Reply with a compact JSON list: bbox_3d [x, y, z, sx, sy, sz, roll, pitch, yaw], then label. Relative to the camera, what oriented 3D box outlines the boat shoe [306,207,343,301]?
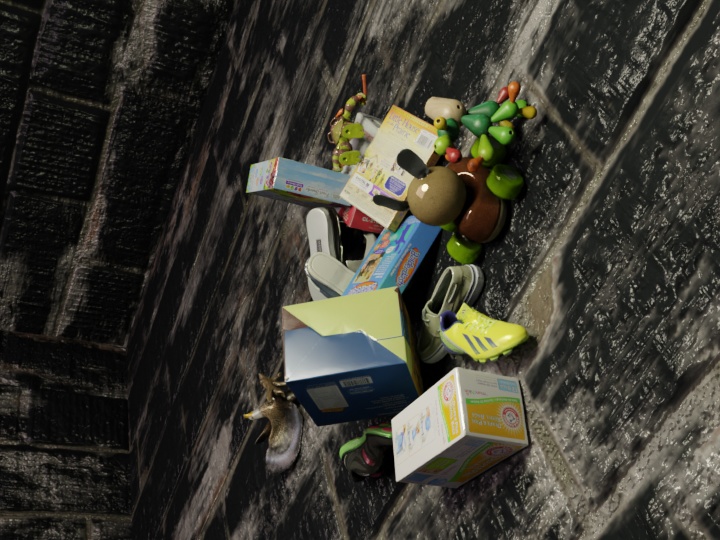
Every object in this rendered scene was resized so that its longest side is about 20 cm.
[{"bbox_3d":[-0.061,-0.025,1.682,0.070,0.063,0.203,2,97,37],"label":"boat shoe"}]

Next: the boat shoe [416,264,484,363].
[{"bbox_3d":[0.131,0.068,1.388,0.072,0.061,0.202,-112,38,-50],"label":"boat shoe"}]

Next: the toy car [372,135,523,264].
[{"bbox_3d":[0.121,-0.125,1.324,0.165,0.198,0.159,-61,30,34],"label":"toy car"}]

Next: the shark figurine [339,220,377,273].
[{"bbox_3d":[0.005,-0.022,1.679,0.128,0.088,0.217,-42,46,51],"label":"shark figurine"}]

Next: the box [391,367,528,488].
[{"bbox_3d":[0.140,0.234,1.240,0.200,0.111,0.103,130,144,-49],"label":"box"}]

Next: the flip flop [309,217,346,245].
[{"bbox_3d":[-0.075,-0.076,1.806,0.200,0.057,0.082,-13,-64,-71],"label":"flip flop"}]

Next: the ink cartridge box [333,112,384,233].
[{"bbox_3d":[0.020,-0.197,1.716,0.146,0.082,0.202,-126,51,-59],"label":"ink cartridge box"}]

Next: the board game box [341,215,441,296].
[{"bbox_3d":[0.049,-0.006,1.526,0.201,0.045,0.152,-57,19,-16],"label":"board game box"}]

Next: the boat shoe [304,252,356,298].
[{"bbox_3d":[-0.024,0.045,1.611,0.075,0.199,0.062,-58,7,-22],"label":"boat shoe"}]

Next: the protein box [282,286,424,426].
[{"bbox_3d":[-0.007,0.148,1.404,0.201,0.196,0.136,67,-164,-58],"label":"protein box"}]

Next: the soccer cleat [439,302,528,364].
[{"bbox_3d":[0.174,0.089,1.262,0.200,0.064,0.085,-11,99,66],"label":"soccer cleat"}]

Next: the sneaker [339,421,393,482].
[{"bbox_3d":[0.032,0.324,1.512,0.200,0.076,0.085,-49,55,54],"label":"sneaker"}]

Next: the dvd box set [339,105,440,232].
[{"bbox_3d":[0.061,-0.189,1.564,0.146,0.029,0.201,35,96,39],"label":"dvd box set"}]

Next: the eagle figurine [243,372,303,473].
[{"bbox_3d":[-0.193,0.337,1.954,0.152,0.149,0.202,-47,-47,-53],"label":"eagle figurine"}]

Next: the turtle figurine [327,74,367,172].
[{"bbox_3d":[-0.027,-0.276,1.644,0.162,0.064,0.202,-108,37,-65],"label":"turtle figurine"}]

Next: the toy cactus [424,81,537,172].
[{"bbox_3d":[0.161,-0.230,1.276,0.164,0.199,0.103,30,148,39],"label":"toy cactus"}]

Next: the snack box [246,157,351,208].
[{"bbox_3d":[-0.124,-0.173,1.721,0.200,0.167,0.069,-171,93,-68],"label":"snack box"}]
